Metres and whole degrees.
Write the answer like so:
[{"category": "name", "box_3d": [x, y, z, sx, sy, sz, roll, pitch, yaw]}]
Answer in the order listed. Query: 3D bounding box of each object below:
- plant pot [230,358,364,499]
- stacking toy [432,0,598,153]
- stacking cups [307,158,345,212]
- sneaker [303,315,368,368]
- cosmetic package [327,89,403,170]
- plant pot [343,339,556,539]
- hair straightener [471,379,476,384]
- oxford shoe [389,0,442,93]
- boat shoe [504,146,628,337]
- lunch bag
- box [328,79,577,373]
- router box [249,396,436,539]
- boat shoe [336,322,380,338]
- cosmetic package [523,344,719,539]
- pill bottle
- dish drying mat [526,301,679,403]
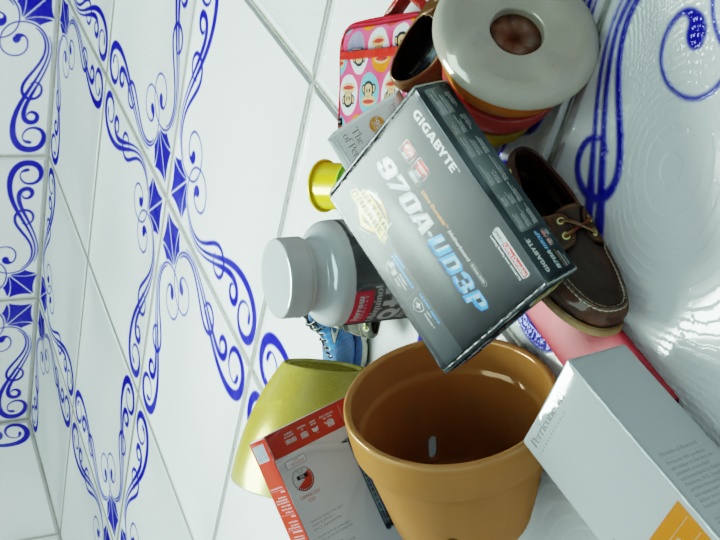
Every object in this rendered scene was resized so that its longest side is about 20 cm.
[{"category": "plant pot", "box_3d": [-0.049, 0.183, 1.267, 0.199, 0.197, 0.144, 10, 94, 62]}, {"category": "stacking toy", "box_3d": [0.125, -0.166, 0.980, 0.201, 0.144, 0.148, 102, 154, -65]}, {"category": "stacking cups", "box_3d": [0.036, -0.091, 1.143, 0.198, 0.060, 0.062, 3, 97, 36]}, {"category": "sneaker", "box_3d": [-0.041, 0.061, 1.335, 0.078, 0.088, 0.203, 28, 120, 59]}, {"category": "cosmetic package", "box_3d": [0.055, -0.066, 1.034, 0.201, 0.082, 0.051, 57, -169, -9]}, {"category": "plant pot", "box_3d": [0.089, 0.174, 1.006, 0.200, 0.198, 0.142, 41, 145, 53]}, {"category": "hair straightener", "box_3d": [0.075, 0.120, 1.166, 0.199, 0.040, 0.078, -26, 71, 62]}, {"category": "oxford shoe", "box_3d": [0.097, -0.246, 0.990, 0.071, 0.071, 0.201, 40, 107, 19]}, {"category": "boat shoe", "box_3d": [0.171, -0.030, 0.927, 0.201, 0.069, 0.071, -121, 34, -42]}, {"category": "lunch bag", "box_3d": [0.049, -0.205, 1.141, 0.199, 0.081, 0.179, 13, 101, 59]}, {"category": "box", "box_3d": [0.073, -0.035, 0.923, 0.201, 0.046, 0.159, 57, 137, 12]}, {"category": "router box", "box_3d": [0.011, 0.216, 1.094, 0.182, 0.198, 0.049, 64, 149, 5]}, {"category": "boat shoe", "box_3d": [0.018, -0.021, 1.240, 0.060, 0.072, 0.205, 20, 104, 17]}, {"category": "cosmetic package", "box_3d": [0.224, 0.166, 0.824, 0.201, 0.070, 0.102, 53, 138, 36]}, {"category": "pill bottle", "box_3d": [0.000, 0.000, 1.126, 0.110, 0.197, 0.113, 18, 111, 60]}, {"category": "dish drying mat", "box_3d": [0.204, 0.067, 0.935, 0.201, 0.018, 0.078, 59, 143, 42]}]
